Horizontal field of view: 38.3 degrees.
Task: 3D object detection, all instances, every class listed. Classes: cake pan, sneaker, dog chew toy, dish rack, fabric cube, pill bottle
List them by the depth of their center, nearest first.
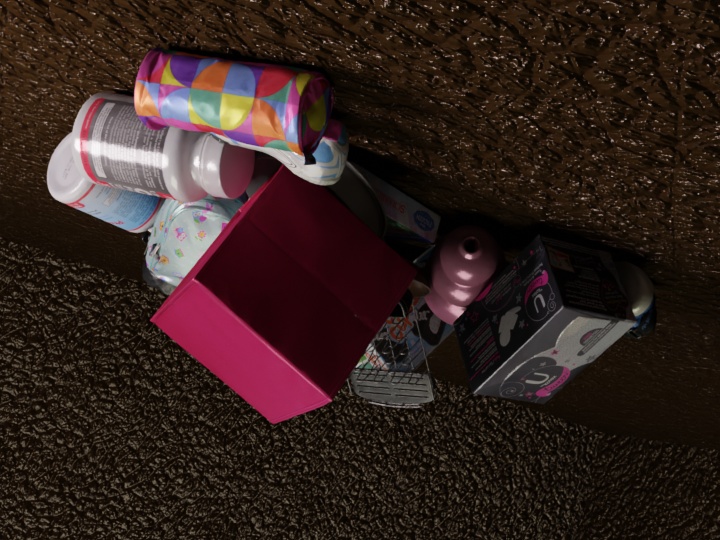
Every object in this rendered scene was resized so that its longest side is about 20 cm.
[{"bbox_3d":[-0.097,-0.156,1.099,0.198,0.073,0.072,25,-156,21],"label":"sneaker"},{"bbox_3d":[-0.091,0.029,1.208,0.199,0.201,0.196,41,153,-9],"label":"fabric cube"},{"bbox_3d":[-0.227,-0.141,1.208,0.197,0.112,0.111,12,170,22],"label":"pill bottle"},{"bbox_3d":[-0.061,-0.084,1.252,0.198,0.037,0.201,26,152,15],"label":"cake pan"},{"bbox_3d":[0.365,0.043,1.387,0.110,0.078,0.200,24,173,-13],"label":"sneaker"},{"bbox_3d":[0.144,0.001,1.407,0.123,0.126,0.200,14,163,7],"label":"dog chew toy"},{"bbox_3d":[0.021,0.109,1.427,0.151,0.203,0.055,2,-150,31],"label":"dish rack"},{"bbox_3d":[-0.352,-0.122,1.528,0.108,0.110,0.199,8,167,40],"label":"pill bottle"}]

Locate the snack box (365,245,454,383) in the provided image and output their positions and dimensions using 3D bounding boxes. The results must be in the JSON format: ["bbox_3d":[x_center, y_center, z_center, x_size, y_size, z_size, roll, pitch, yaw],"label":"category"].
[{"bbox_3d":[0.077,0.065,1.538,0.117,0.200,0.037,53,147,-4],"label":"snack box"}]

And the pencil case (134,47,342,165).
[{"bbox_3d":[-0.121,-0.162,1.008,0.197,0.090,0.088,14,171,18],"label":"pencil case"}]

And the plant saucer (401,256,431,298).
[{"bbox_3d":[0.000,0.000,1.405,0.197,0.035,0.200,9,170,2],"label":"plant saucer"}]

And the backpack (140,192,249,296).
[{"bbox_3d":[-0.221,-0.049,1.483,0.164,0.128,0.202,11,130,-17],"label":"backpack"}]

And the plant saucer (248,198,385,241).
[{"bbox_3d":[-0.065,-0.051,1.425,0.198,0.039,0.201,16,171,3],"label":"plant saucer"}]

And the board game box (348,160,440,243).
[{"bbox_3d":[-0.028,-0.093,1.371,0.198,0.042,0.198,7,167,42],"label":"board game box"}]

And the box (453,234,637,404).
[{"bbox_3d":[0.233,0.070,1.331,0.130,0.116,0.200,11,138,-29],"label":"box"}]

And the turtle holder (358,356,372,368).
[{"bbox_3d":[0.005,0.079,1.620,0.140,0.186,0.132,33,171,41],"label":"turtle holder"}]
